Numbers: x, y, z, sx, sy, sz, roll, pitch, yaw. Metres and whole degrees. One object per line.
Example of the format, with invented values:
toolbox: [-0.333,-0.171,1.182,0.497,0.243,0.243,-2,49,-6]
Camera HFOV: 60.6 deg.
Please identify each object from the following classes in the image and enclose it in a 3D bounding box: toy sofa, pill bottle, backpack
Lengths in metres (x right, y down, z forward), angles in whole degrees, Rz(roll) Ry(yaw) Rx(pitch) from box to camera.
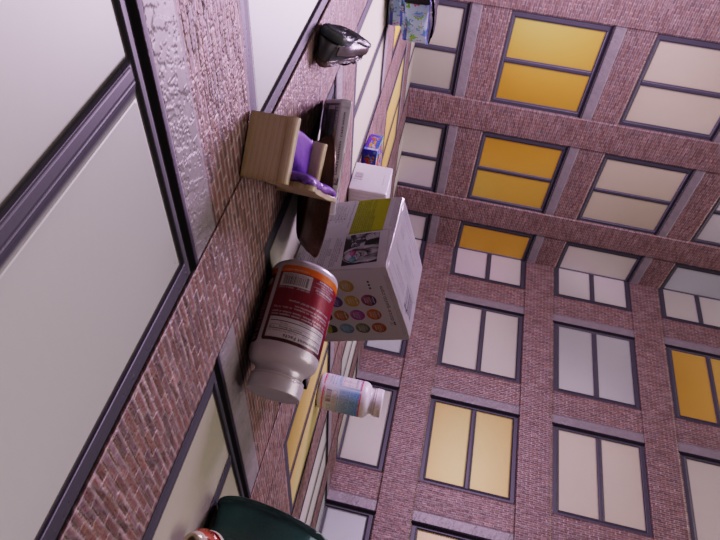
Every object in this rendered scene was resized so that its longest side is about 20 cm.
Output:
toy sofa: [-0.083,-0.148,0.828,0.200,0.096,0.085,-16,118,-83]
pill bottle: [-0.109,0.096,0.958,0.113,0.111,0.203,89,14,-65]
backpack: [0.156,-0.774,1.784,0.201,0.144,0.186,82,19,-63]
pill bottle: [-0.030,0.384,1.874,0.109,0.196,0.111,12,90,-84]

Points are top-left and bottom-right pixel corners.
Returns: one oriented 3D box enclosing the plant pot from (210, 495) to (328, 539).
plant pot: [-0.158,0.459,0.865,0.202,0.197,0.198,94,18,-52]

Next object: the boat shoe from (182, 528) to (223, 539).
boat shoe: [-0.213,0.420,0.743,0.063,0.070,0.204,70,29,-68]

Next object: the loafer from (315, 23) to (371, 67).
loafer: [-0.036,-0.389,1.077,0.064,0.071,0.200,-60,175,22]

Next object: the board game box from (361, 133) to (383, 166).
board game box: [0.030,-0.306,1.932,0.135,0.044,0.203,-70,170,-57]

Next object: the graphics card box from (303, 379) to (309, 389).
graphics card box: [-0.113,0.132,1.305,0.127,0.050,0.202,93,10,-51]

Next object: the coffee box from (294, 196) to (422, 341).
coffee box: [0.000,0.000,1.224,0.202,0.194,0.202,-74,153,-43]

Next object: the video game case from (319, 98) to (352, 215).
video game case: [-0.055,-0.205,1.079,0.200,0.023,0.186,-127,-135,-71]

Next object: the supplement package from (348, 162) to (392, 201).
supplement package: [0.025,-0.189,1.773,0.202,0.107,0.115,94,9,-49]

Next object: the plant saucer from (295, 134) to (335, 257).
plant saucer: [-0.078,-0.124,1.015,0.200,0.036,0.205,-174,-90,-78]
